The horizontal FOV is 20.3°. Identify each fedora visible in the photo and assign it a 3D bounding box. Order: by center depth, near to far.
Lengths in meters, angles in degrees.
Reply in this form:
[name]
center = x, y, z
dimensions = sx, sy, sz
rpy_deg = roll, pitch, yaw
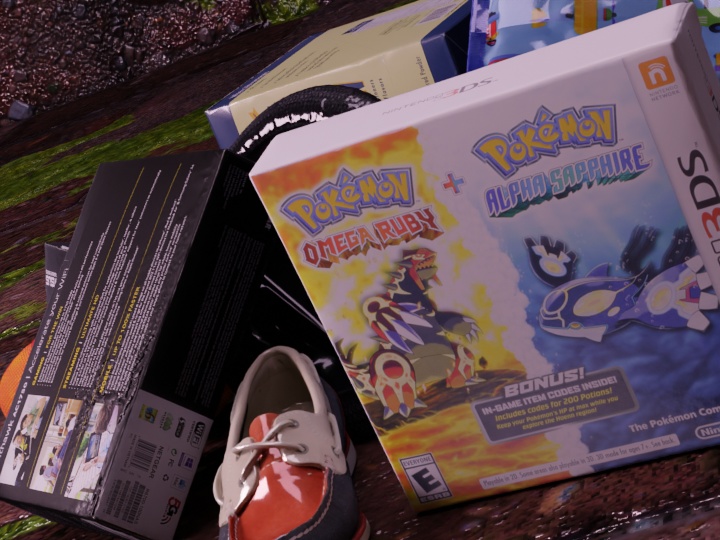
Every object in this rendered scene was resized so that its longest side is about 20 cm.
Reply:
[fedora]
center = 0.000, 0.000, 1.102
dimensions = 0.200, 0.202, 0.091
rpy_deg = -11, -16, 39

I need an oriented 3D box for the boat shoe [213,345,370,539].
[boat shoe]
center = -0.036, 0.094, 0.949
dimensions = 0.071, 0.063, 0.200
rpy_deg = -18, 15, 7

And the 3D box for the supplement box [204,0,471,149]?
[supplement box]
center = 0.030, -0.113, 1.489
dimensions = 0.198, 0.135, 0.200
rpy_deg = -15, 15, 28

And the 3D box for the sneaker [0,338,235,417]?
[sneaker]
center = -0.162, 0.072, 1.214
dimensions = 0.199, 0.073, 0.077
rpy_deg = -10, 19, 45

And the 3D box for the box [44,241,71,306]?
[box]
center = -0.083, 0.003, 1.262
dimensions = 0.198, 0.044, 0.160
rpy_deg = -3, 6, -24

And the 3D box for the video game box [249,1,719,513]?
[video game box]
center = 0.078, 0.001, 0.859
dimensions = 0.199, 0.183, 0.047
rpy_deg = -16, 20, 25

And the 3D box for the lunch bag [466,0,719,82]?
[lunch bag]
center = 0.134, -0.041, 0.938
dimensions = 0.149, 0.201, 0.095
rpy_deg = -2, 45, 10

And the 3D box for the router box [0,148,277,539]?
[router box]
center = -0.121, 0.038, 1.072
dimensions = 0.149, 0.051, 0.201
rpy_deg = 0, 68, 57
